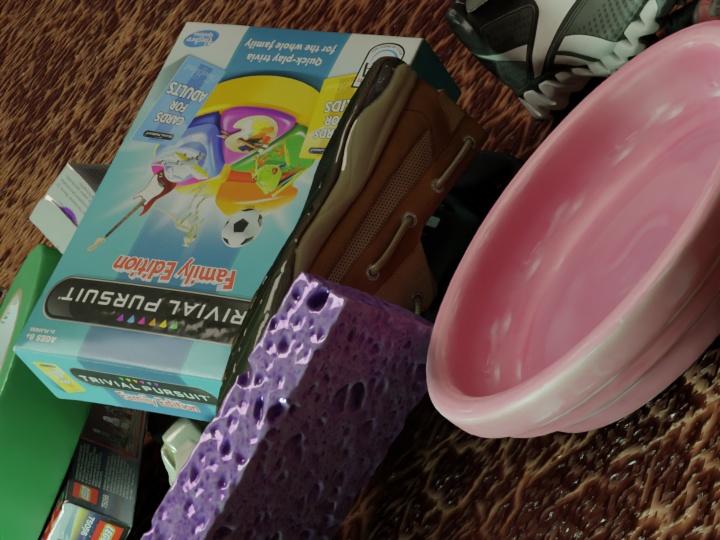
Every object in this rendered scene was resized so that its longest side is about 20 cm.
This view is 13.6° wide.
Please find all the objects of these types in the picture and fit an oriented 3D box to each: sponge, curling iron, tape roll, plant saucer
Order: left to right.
[{"bbox_3d":[-0.183,0.087,1.573,0.200,0.048,0.201,-158,90,-80],"label":"tape roll"},{"bbox_3d":[-0.042,0.099,1.282,0.201,0.030,0.111,-59,-27,5],"label":"sponge"},{"bbox_3d":[0.109,-0.009,1.235,0.201,0.051,0.201,-46,19,21],"label":"plant saucer"},{"bbox_3d":[0.164,-0.104,1.301,0.026,0.050,0.200,-53,13,-5],"label":"curling iron"}]

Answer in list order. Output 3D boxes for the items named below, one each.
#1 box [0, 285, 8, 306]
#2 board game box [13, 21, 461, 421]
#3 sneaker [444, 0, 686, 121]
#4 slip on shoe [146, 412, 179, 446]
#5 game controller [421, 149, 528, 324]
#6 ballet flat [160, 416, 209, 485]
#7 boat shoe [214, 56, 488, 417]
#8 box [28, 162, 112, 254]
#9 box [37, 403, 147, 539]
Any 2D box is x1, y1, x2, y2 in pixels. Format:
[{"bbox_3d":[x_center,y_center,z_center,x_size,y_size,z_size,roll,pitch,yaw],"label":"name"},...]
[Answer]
[{"bbox_3d":[-0.251,0.128,1.761,0.164,0.021,0.201,-72,-1,-52],"label":"box"},{"bbox_3d":[-0.059,-0.025,1.456,0.150,0.047,0.201,6,59,36],"label":"board game box"},{"bbox_3d":[0.092,-0.130,1.386,0.067,0.090,0.200,-60,9,-21],"label":"sneaker"},{"bbox_3d":[-0.072,0.012,1.578,0.200,0.060,0.076,-54,14,38],"label":"slip on shoe"},{"bbox_3d":[0.035,-0.012,1.457,0.105,0.042,0.200,-67,18,0],"label":"game controller"},{"bbox_3d":[-0.061,0.096,1.431,0.072,0.072,0.200,-51,17,3],"label":"ballet flat"},{"bbox_3d":[0.000,0.000,1.347,0.201,0.074,0.076,-65,6,-19],"label":"boat shoe"},{"bbox_3d":[-0.096,-0.029,1.594,0.039,0.041,0.200,-52,-23,20],"label":"box"},{"bbox_3d":[-0.154,0.126,1.583,0.200,0.040,0.137,-89,22,-61],"label":"box"}]
